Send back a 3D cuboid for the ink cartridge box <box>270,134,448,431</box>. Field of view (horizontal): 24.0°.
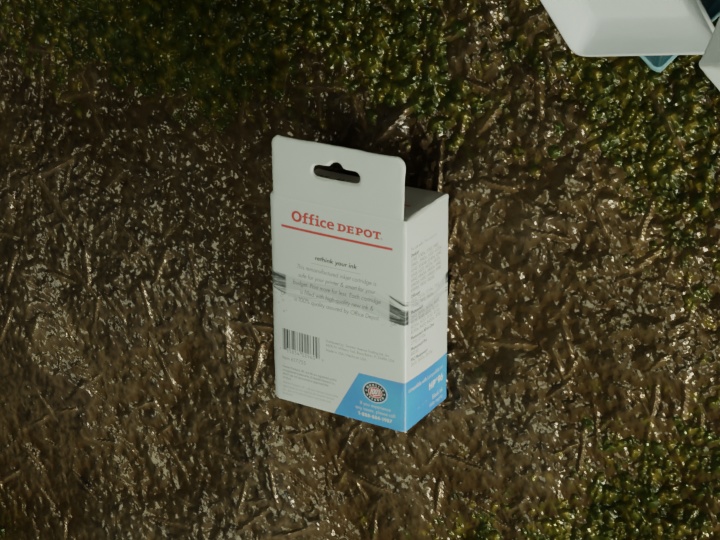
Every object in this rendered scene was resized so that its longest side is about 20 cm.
[{"bbox_3d":[0.000,0.000,1.211,0.115,0.068,0.202,12,115,29],"label":"ink cartridge box"}]

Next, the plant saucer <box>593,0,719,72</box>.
[{"bbox_3d":[0.138,-0.216,1.042,0.200,0.019,0.070,44,122,-4],"label":"plant saucer"}]

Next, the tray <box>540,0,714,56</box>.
[{"bbox_3d":[0.133,-0.194,0.976,0.106,0.022,0.200,4,149,37],"label":"tray"}]

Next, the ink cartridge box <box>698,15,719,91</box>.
[{"bbox_3d":[0.296,-0.138,0.879,0.199,0.083,0.146,14,74,46],"label":"ink cartridge box"}]
